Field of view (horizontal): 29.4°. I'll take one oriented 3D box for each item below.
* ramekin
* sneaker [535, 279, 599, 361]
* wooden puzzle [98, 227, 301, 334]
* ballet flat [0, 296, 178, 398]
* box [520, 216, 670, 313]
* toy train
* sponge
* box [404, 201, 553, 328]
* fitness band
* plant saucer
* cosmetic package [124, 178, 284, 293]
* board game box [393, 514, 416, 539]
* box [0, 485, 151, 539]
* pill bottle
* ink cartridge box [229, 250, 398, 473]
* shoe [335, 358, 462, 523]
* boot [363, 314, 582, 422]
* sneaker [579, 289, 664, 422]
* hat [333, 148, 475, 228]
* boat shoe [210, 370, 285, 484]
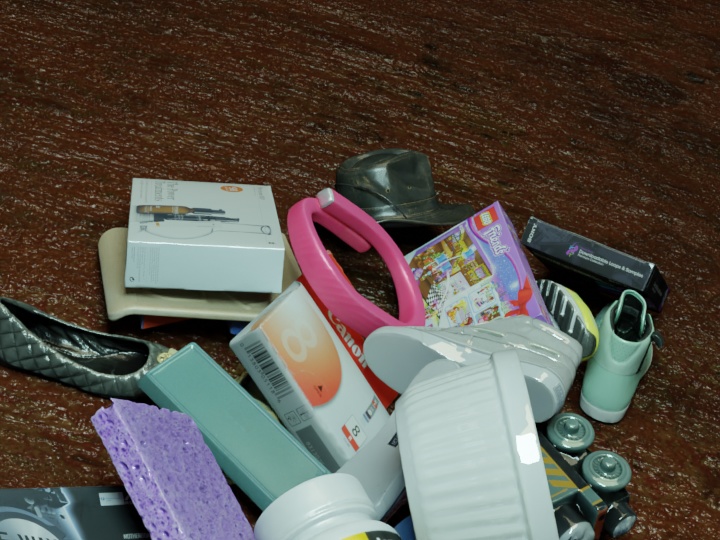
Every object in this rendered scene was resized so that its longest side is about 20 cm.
[{"bbox_3d":[0.093,0.170,1.078,0.104,0.202,0.201,-11,35,4],"label":"ramekin"},{"bbox_3d":[0.212,0.049,1.443,0.089,0.079,0.200,13,11,-19],"label":"sneaker"},{"bbox_3d":[-0.160,0.014,1.385,0.197,0.047,0.186,0,25,-15],"label":"wooden puzzle"},{"bbox_3d":[-0.251,0.074,1.267,0.197,0.057,0.067,12,35,-6],"label":"ballet flat"},{"bbox_3d":[0.261,-0.003,1.507,0.142,0.036,0.200,22,-3,20],"label":"box"},{"bbox_3d":[0.164,0.181,1.275,0.113,0.086,0.200,-20,49,-25],"label":"toy train"},{"bbox_3d":[-0.131,0.194,1.081,0.201,0.030,0.111,57,16,27],"label":"sponge"},{"bbox_3d":[0.115,0.028,1.430,0.039,0.136,0.201,50,16,-35],"label":"box"},{"bbox_3d":[0.000,0.000,1.359,0.199,0.037,0.145,33,33,-49],"label":"fitness band"},{"bbox_3d":[-0.108,0.137,1.195,0.070,0.019,0.200,-34,61,-30],"label":"plant saucer"},{"bbox_3d":[-0.157,-0.038,1.370,0.149,0.052,0.200,4,20,-10],"label":"cosmetic package"},{"bbox_3d":[0.104,0.278,1.138,0.197,0.039,0.159,9,35,-11],"label":"board game box"},{"bbox_3d":[-0.221,0.239,1.055,0.198,0.044,0.161,2,36,-21],"label":"box"},{"bbox_3d":[0.000,0.261,1.024,0.113,0.115,0.201,-8,52,-31],"label":"pill bottle"},{"bbox_3d":[-0.018,0.081,1.290,0.163,0.050,0.200,56,39,-8],"label":"ink cartridge box"},{"bbox_3d":[0.046,0.181,1.204,0.201,0.091,0.071,-52,35,-15],"label":"shoe"},{"bbox_3d":[0.108,0.080,1.294,0.198,0.074,0.096,16,35,20],"label":"boot"},{"bbox_3d":[0.287,0.060,1.457,0.073,0.119,0.201,19,33,6],"label":"sneaker"},{"bbox_3d":[0.030,-0.096,1.551,0.198,0.082,0.201,-2,8,0],"label":"hat"},{"bbox_3d":[-0.092,0.119,1.263,0.073,0.064,0.201,25,35,14],"label":"boat shoe"}]
